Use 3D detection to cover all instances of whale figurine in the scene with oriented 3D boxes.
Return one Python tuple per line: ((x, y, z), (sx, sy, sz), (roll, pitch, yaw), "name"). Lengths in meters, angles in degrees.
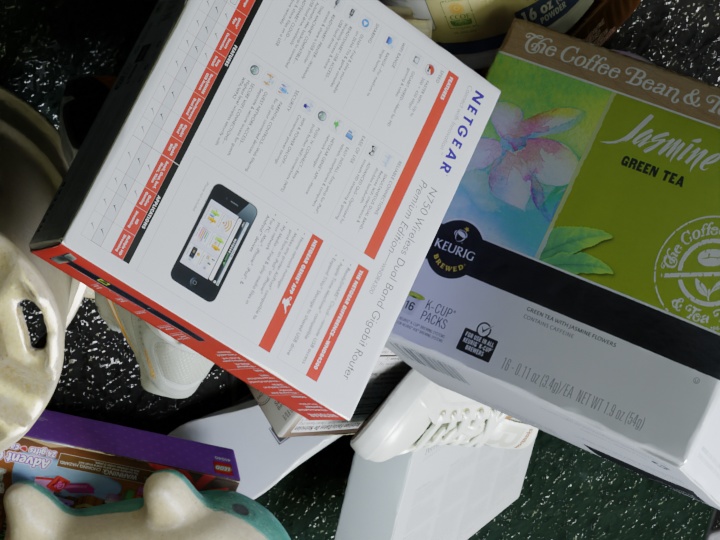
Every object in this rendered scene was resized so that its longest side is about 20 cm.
((-0.132, 0.186, 1.257), (0.198, 0.104, 0.160), (17, 118, 7), "whale figurine")

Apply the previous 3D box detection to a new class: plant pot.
((-0.232, 0.012, 1.050), (0.198, 0.184, 0.202), (-5, 111, -12), "plant pot")

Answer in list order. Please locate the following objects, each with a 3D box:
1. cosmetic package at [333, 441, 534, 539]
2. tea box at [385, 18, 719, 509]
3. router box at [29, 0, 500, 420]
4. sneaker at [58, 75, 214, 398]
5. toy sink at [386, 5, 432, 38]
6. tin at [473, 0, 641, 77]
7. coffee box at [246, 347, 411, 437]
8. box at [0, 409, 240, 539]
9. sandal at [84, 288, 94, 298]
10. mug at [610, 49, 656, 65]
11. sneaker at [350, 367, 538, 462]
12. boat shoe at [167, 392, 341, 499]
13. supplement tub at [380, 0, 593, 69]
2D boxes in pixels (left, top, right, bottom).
((0.062, 0.136, 1.418), (0.199, 0.051, 0.152), (-30, 143, -48), "cosmetic package")
((0.145, -0.003, 1.085), (0.198, 0.199, 0.134), (-64, 153, -8), "tea box")
((-0.044, -0.052, 0.999), (0.179, 0.049, 0.201), (34, 72, -23), "router box")
((-0.128, -0.018, 1.080), (0.075, 0.201, 0.092), (-2, 142, -30), "sneaker")
((-0.033, -0.102, 1.117), (0.111, 0.130, 0.202), (0, 98, -21), "toy sink")
((0.095, -0.157, 1.206), (0.200, 0.112, 0.042), (-46, 148, -19), "tin")
((0.000, 0.000, 1.248), (0.079, 0.113, 0.200), (1, 137, -48), "coffee box")
((-0.194, 0.164, 1.296), (0.198, 0.039, 0.138), (13, 117, -19), "box")
((-0.176, -0.019, 1.184), (0.078, 0.070, 0.211), (-46, 135, 6), "sandal")
((0.164, -0.049, 1.329), (0.153, 0.185, 0.151), (34, 66, -50), "mug")
((0.074, 0.088, 1.294), (0.200, 0.085, 0.073), (-30, 164, -49), "sneaker")
((-0.063, 0.114, 1.368), (0.199, 0.069, 0.057), (-28, 178, -1), "boat shoe")
((0.052, -0.231, 1.117), (0.144, 0.145, 0.201), (-33, 135, -7), "supplement tub")
